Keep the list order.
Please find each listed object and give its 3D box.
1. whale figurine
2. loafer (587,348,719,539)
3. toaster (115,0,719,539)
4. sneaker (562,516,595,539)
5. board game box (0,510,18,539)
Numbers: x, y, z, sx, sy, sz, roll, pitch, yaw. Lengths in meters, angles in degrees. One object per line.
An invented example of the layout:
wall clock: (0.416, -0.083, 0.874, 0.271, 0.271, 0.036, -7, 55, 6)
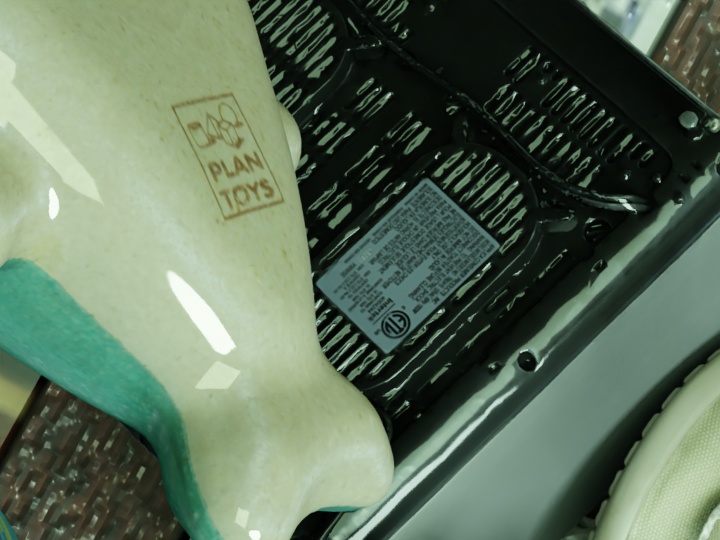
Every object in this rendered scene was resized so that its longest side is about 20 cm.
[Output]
whale figurine: (-0.073, -0.013, 0.661, 0.104, 0.159, 0.201, -33, 85, 30)
loafer: (0.144, 0.046, 0.776, 0.200, 0.076, 0.068, -40, 66, -21)
toaster: (0.000, 0.000, 0.768, 0.200, 0.119, 0.181, -44, 61, -7)
sneaker: (0.072, 0.103, 0.838, 0.199, 0.070, 0.094, -34, 100, -3)
board game box: (-0.102, 0.127, 0.729, 0.047, 0.200, 0.151, -24, 67, -6)
